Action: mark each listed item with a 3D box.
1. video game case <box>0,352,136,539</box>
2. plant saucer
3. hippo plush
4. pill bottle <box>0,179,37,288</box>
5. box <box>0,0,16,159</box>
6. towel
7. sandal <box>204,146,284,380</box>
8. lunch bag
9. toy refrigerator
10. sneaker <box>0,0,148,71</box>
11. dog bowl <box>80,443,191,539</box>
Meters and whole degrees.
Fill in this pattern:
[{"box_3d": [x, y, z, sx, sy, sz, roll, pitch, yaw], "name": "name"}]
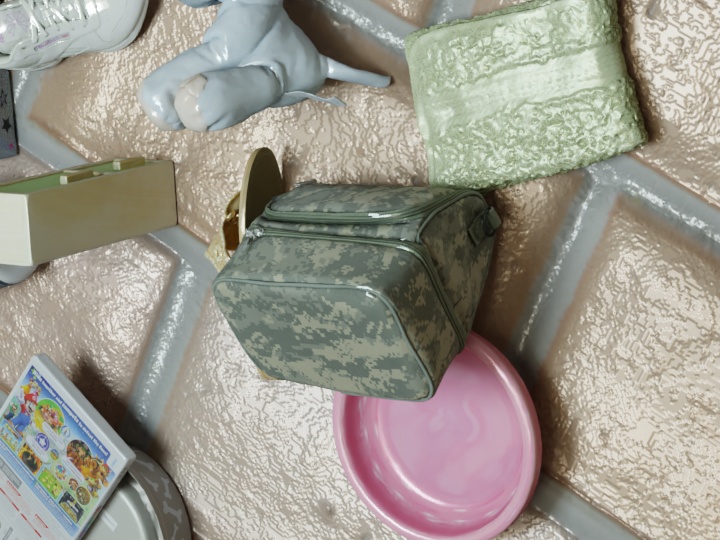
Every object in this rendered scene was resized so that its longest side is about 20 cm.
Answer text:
[{"box_3d": [-0.311, 0.198, 1.754, 0.143, 0.018, 0.200, 46, 122, 17], "name": "video game case"}, {"box_3d": [0.071, 0.136, 1.540, 0.200, 0.051, 0.201, 8, 104, 32], "name": "plant saucer"}, {"box_3d": [-0.110, -0.209, 1.502, 0.200, 0.159, 0.161, 1, 108, 34], "name": "hippo plush"}, {"box_3d": [-0.420, -0.019, 1.791, 0.200, 0.106, 0.106, -14, 93, 35], "name": "pill bottle"}, {"box_3d": [-0.422, -0.201, 1.745, 0.132, 0.115, 0.200, 3, 104, 31], "name": "box"}, {"box_3d": [0.128, -0.142, 1.446, 0.200, 0.036, 0.149, -11, 96, 35], "name": "towel"}, {"box_3d": [-0.108, -0.004, 1.608, 0.070, 0.078, 0.212, 1, 107, 27], "name": "sandal"}, {"box_3d": [0.000, 0.000, 1.484, 0.200, 0.168, 0.139, 3, 134, 36], "name": "lunch bag"}, {"box_3d": [-0.257, -0.058, 1.618, 0.076, 0.200, 0.070, 5, 103, 33], "name": "toy refrigerator"}, {"box_3d": [-0.279, -0.225, 1.655, 0.200, 0.100, 0.075, -20, 88, 33], "name": "sneaker"}, {"box_3d": [-0.252, 0.259, 1.775, 0.200, 0.059, 0.201, 8, 106, 31], "name": "dog bowl"}]
